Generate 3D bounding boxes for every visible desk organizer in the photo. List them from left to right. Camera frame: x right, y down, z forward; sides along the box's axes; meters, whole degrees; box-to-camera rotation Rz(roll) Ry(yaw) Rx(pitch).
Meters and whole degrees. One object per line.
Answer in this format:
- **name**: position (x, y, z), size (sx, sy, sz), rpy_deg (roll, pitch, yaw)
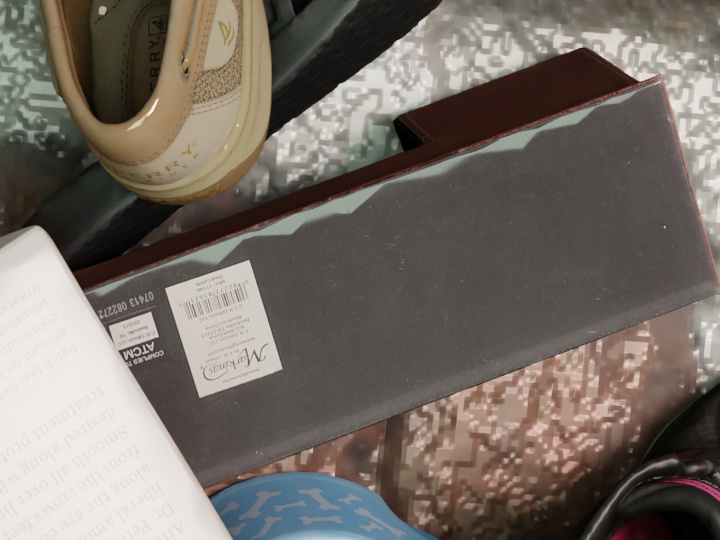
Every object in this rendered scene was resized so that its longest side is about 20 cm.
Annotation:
- **desk organizer**: position (0.000, 0.000, 0.854), size (0.199, 0.077, 0.072), rpy_deg (-20, 107, -6)

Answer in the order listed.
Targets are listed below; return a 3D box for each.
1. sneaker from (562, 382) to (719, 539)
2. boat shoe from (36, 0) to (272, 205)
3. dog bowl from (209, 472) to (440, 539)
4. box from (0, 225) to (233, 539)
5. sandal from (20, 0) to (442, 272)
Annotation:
- **sneaker**: position (0.106, 0.089, 0.848), size (0.077, 0.084, 0.200), rpy_deg (40, 50, 5)
- **boat shoe**: position (-0.065, -0.122, 0.808), size (0.071, 0.065, 0.201), rpy_deg (-15, 71, 15)
- **dog bowl**: position (0.023, 0.140, 0.892), size (0.199, 0.050, 0.112), rpy_deg (21, 93, -10)
- **box**: position (-0.097, 0.104, 0.759), size (0.106, 0.152, 0.201), rpy_deg (-34, 100, -21)
- **sandal**: position (-0.031, -0.074, 0.851), size (0.200, 0.075, 0.048), rpy_deg (-38, 83, -3)
